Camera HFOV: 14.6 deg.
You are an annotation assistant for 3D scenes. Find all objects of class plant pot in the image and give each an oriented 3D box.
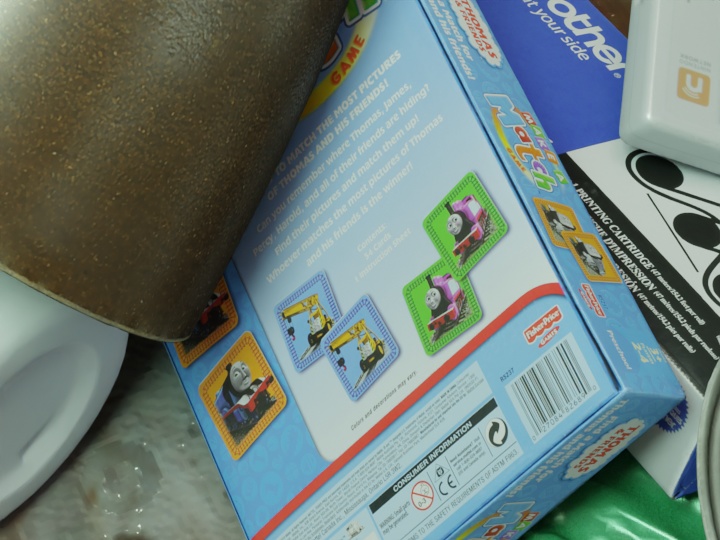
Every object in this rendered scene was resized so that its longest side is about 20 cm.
[{"bbox_3d":[-0.071,-0.114,0.836,0.187,0.187,0.200,38,98,19],"label":"plant pot"}]

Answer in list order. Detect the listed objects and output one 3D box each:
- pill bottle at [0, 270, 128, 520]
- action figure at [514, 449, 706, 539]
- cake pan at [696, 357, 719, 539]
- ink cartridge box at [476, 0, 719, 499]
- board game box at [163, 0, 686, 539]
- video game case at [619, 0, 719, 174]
[{"bbox_3d":[-0.179,-0.009,0.902,0.200,0.111,0.111,38,67,19],"label":"pill bottle"},{"bbox_3d":[0.100,0.097,0.873,0.200,0.055,0.118,26,66,16],"label":"action figure"},{"bbox_3d":[0.188,0.082,0.808,0.200,0.037,0.201,19,49,-24],"label":"cake pan"},{"bbox_3d":[0.079,-0.020,0.912,0.094,0.044,0.200,-16,51,-35],"label":"ink cartridge box"},{"bbox_3d":[0.000,0.000,0.883,0.037,0.151,0.200,7,49,-47],"label":"board game box"},{"bbox_3d":[0.185,-0.099,0.947,0.199,0.023,0.183,16,65,-19],"label":"video game case"}]
